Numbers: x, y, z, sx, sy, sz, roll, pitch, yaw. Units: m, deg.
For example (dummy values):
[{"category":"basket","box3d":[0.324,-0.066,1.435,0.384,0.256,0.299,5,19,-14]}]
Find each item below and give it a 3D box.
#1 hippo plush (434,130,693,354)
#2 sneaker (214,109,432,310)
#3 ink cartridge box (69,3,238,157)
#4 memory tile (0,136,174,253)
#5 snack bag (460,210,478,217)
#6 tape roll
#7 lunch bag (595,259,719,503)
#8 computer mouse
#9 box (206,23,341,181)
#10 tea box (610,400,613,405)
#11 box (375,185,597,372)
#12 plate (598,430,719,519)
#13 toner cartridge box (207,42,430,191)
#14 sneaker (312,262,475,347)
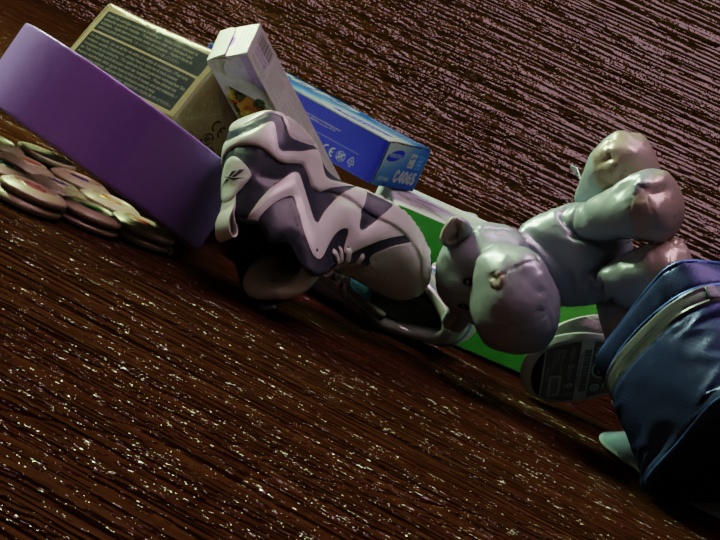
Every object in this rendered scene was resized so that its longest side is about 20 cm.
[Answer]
[{"category":"hippo plush","box3d":[0.138,-0.020,1.326,0.159,0.160,0.200,-8,33,-20]},{"category":"sneaker","box3d":[-0.032,-0.007,1.278,0.079,0.130,0.199,-13,-45,36]},{"category":"ink cartridge box","box3d":[-0.138,-0.121,1.523,0.164,0.075,0.200,29,-14,39]},{"category":"memory tile","box3d":[-0.233,-0.067,1.304,0.153,0.017,0.200,19,9,-44]},{"category":"snack bag","box3d":[0.021,-0.046,1.746,0.198,0.022,0.189,9,14,1]},{"category":"tape roll","box3d":[-0.184,-0.098,1.329,0.199,0.066,0.200,34,-3,2]},{"category":"lunch bag","box3d":[0.274,0.073,1.247,0.199,0.136,0.133,9,46,-30]},{"category":"computer mouse","box3d":[0.220,0.060,1.425,0.198,0.110,0.044,-3,39,-11]},{"category":"box","box3d":[-0.062,-0.107,1.439,0.038,0.042,0.201,-5,-47,27]},{"category":"tea box","box3d":[0.365,0.115,1.544,0.196,0.134,0.200,19,8,-44]},{"category":"box","box3d":[0.096,0.010,1.567,0.199,0.097,0.177,23,9,-6]},{"category":"plate","box3d":[0.273,0.159,1.341,0.199,0.026,0.200,26,6,-3]},{"category":"toner cartridge box","box3d":[-0.043,-0.135,1.576,0.199,0.043,0.095,30,12,21]},{"category":"sneaker","box3d":[0.000,0.000,1.407,0.199,0.075,0.087,26,12,9]}]
